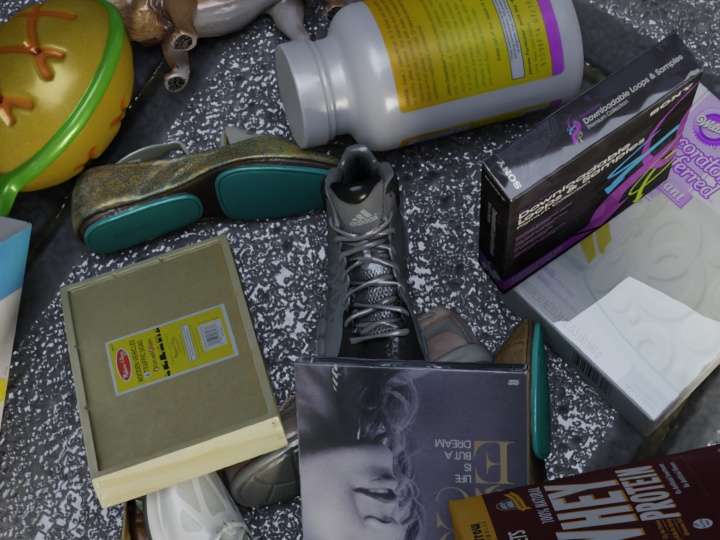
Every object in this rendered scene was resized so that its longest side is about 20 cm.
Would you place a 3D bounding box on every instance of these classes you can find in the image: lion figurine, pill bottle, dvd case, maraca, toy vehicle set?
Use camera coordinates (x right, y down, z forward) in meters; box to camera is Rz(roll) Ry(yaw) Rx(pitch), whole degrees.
[{"bbox_3d":[-0.096,-0.195,1.392,0.199,0.073,0.123,-5,45,-13],"label":"lion figurine"},{"bbox_3d":[0.046,-0.143,1.335,0.199,0.104,0.105,-15,74,-11],"label":"pill bottle"},{"bbox_3d":[0.035,0.151,1.237,0.148,0.016,0.201,2,112,10],"label":"dvd case"},{"bbox_3d":[-0.232,-0.104,1.347,0.107,0.137,0.200,36,90,-32],"label":"maraca"},{"bbox_3d":[-0.127,0.061,1.281,0.124,0.027,0.200,-18,39,-2],"label":"toy vehicle set"}]

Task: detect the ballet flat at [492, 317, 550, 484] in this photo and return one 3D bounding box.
[{"bbox_3d":[0.098,0.134,1.289,0.072,0.068,0.201,-9,84,13],"label":"ballet flat"}]

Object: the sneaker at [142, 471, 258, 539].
[{"bbox_3d":[-0.055,0.194,1.232,0.115,0.076,0.201,-22,94,37],"label":"sneaker"}]

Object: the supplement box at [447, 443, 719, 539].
[{"bbox_3d":[0.173,0.232,1.177,0.199,0.133,0.198,-12,107,-1],"label":"supplement box"}]

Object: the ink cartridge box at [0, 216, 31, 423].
[{"bbox_3d":[-0.315,0.061,1.249,0.146,0.146,0.201,12,101,6],"label":"ink cartridge box"}]

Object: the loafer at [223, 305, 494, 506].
[{"bbox_3d":[-0.007,0.091,1.310,0.199,0.072,0.063,-26,58,-11],"label":"loafer"}]

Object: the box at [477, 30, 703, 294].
[{"bbox_3d":[0.139,-0.062,1.213,0.143,0.200,0.036,-35,74,-7],"label":"box"}]

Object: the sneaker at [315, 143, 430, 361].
[{"bbox_3d":[0.000,0.000,1.266,0.075,0.116,0.201,-8,51,1],"label":"sneaker"}]

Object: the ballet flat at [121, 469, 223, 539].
[{"bbox_3d":[-0.129,0.173,1.287,0.068,0.063,0.201,0,74,4],"label":"ballet flat"}]

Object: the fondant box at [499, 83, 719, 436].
[{"bbox_3d":[0.213,-0.009,1.326,0.200,0.058,0.144,-44,76,-10],"label":"fondant box"}]

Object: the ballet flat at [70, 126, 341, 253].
[{"bbox_3d":[-0.107,-0.066,1.356,0.199,0.071,0.071,-13,74,-1],"label":"ballet flat"}]
